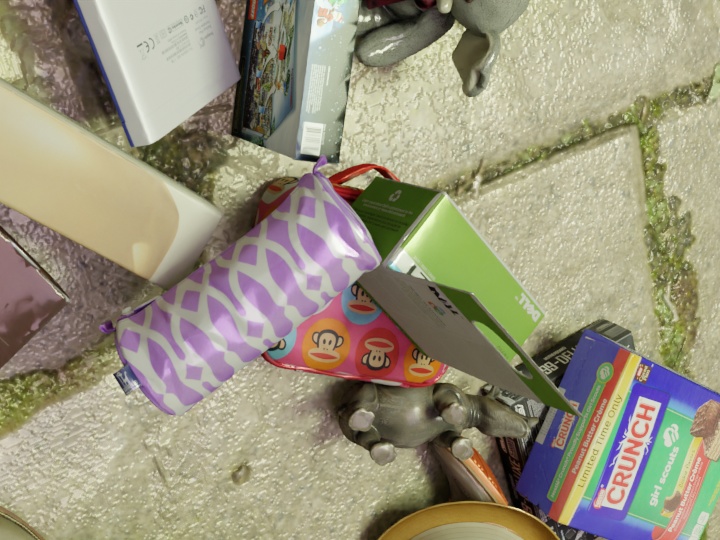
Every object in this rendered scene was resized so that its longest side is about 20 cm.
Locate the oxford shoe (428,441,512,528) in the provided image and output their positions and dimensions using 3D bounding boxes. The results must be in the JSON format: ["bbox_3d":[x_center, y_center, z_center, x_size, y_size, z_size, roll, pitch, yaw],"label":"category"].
[{"bbox_3d":[0.109,0.236,1.036,0.072,0.071,0.201,-31,107,4],"label":"oxford shoe"}]

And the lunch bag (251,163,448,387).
[{"bbox_3d":[0.000,0.000,0.910,0.198,0.082,0.179,12,94,-32],"label":"lunch bag"}]

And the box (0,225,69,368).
[{"bbox_3d":[-0.314,0.050,0.754,0.200,0.075,0.100,-45,119,-9],"label":"box"}]

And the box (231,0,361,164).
[{"bbox_3d":[-0.045,-0.189,0.797,0.037,0.136,0.203,3,102,-26],"label":"box"}]

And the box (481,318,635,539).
[{"bbox_3d":[0.218,0.174,1.088,0.156,0.050,0.202,-27,115,-20],"label":"box"}]

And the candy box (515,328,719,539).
[{"bbox_3d":[0.267,0.173,1.041,0.198,0.077,0.171,24,91,-31],"label":"candy box"}]

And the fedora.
[{"bbox_3d":[0.099,0.305,0.995,0.197,0.082,0.203,1,118,1],"label":"fedora"}]

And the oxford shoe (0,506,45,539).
[{"bbox_3d":[-0.255,0.269,0.842,0.070,0.074,0.202,-33,116,-17],"label":"oxford shoe"}]

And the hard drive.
[{"bbox_3d":[-0.155,-0.207,0.758,0.132,0.025,0.202,-50,129,-51],"label":"hard drive"}]

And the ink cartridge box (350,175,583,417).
[{"bbox_3d":[0.082,0.016,0.796,0.076,0.199,0.148,-51,120,-13],"label":"ink cartridge box"}]

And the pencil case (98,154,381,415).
[{"bbox_3d":[-0.081,0.015,0.748,0.199,0.084,0.086,-36,83,-2],"label":"pencil case"}]

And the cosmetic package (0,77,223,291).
[{"bbox_3d":[-0.207,-0.067,0.762,0.199,0.105,0.072,31,90,-30],"label":"cosmetic package"}]

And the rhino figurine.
[{"bbox_3d":[0.070,0.130,0.961,0.197,0.087,0.061,2,101,-18],"label":"rhino figurine"}]

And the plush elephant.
[{"bbox_3d":[0.064,-0.228,0.834,0.198,0.154,0.167,13,97,-30],"label":"plush elephant"}]
